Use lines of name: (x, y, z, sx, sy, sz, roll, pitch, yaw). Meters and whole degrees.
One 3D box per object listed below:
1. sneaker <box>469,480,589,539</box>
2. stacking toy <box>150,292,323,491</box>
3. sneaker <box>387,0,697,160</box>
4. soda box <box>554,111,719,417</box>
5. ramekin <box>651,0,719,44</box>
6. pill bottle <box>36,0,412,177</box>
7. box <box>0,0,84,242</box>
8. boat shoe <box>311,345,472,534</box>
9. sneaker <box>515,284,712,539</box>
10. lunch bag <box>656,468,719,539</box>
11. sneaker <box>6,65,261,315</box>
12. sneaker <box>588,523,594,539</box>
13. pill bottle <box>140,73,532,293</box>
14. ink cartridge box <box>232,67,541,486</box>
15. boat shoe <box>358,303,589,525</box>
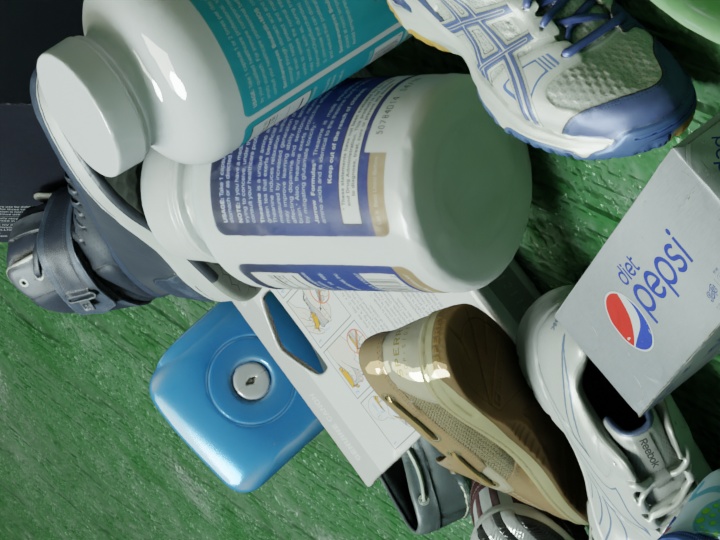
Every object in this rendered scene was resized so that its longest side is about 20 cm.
sneaker: (0.132, 0.176, 1.417, 0.200, 0.075, 0.116, 48, -164, -29)
stacking toy: (-0.076, 0.091, 1.677, 0.110, 0.116, 0.200, 48, 171, 7)
sneaker: (0.071, -0.125, 1.094, 0.200, 0.075, 0.089, 38, 152, 37)
soda box: (0.155, -0.007, 1.096, 0.068, 0.063, 0.200, 50, 158, 12)
ramekin: (0.144, -0.183, 0.829, 0.200, 0.097, 0.201, 44, 155, 27)
pill bottle: (-0.062, -0.127, 1.200, 0.111, 0.199, 0.111, 44, 154, 27)
box: (-0.199, -0.145, 1.471, 0.182, 0.103, 0.201, 110, 159, -63)
boat shoe: (0.004, 0.081, 1.534, 0.200, 0.062, 0.073, 52, 158, 11)
sneaker: (0.144, 0.103, 1.233, 0.201, 0.074, 0.087, 58, 177, -8)
lunch bag: (0.203, 0.201, 1.182, 0.160, 0.082, 0.201, 28, 137, 18)
sneaker: (-0.163, -0.044, 1.366, 0.145, 0.077, 0.203, -3, 141, 33)
sneaker: (0.187, 0.209, 1.324, 0.201, 0.077, 0.080, 57, 168, 0)
pill bottle: (-0.018, -0.045, 1.267, 0.199, 0.111, 0.112, 1, 125, 40)
ink cartridge box: (0.000, 0.000, 1.388, 0.200, 0.045, 0.176, 53, 139, 9)
boat shoe: (0.070, 0.079, 1.295, 0.064, 0.072, 0.200, -11, 143, 29)
